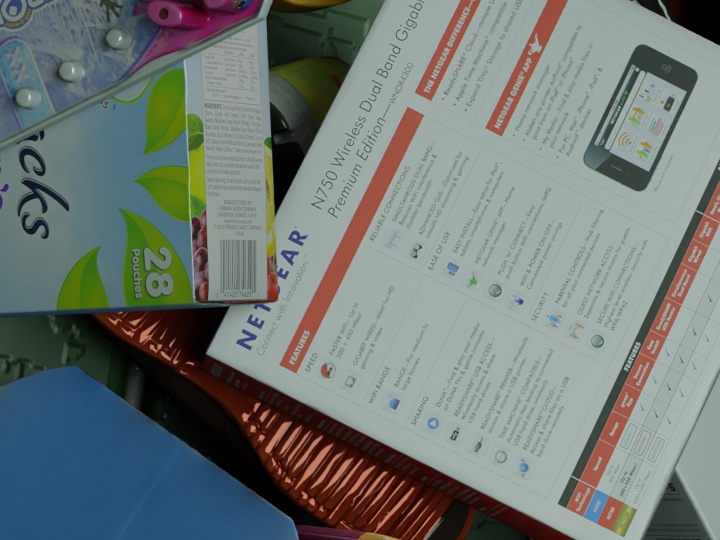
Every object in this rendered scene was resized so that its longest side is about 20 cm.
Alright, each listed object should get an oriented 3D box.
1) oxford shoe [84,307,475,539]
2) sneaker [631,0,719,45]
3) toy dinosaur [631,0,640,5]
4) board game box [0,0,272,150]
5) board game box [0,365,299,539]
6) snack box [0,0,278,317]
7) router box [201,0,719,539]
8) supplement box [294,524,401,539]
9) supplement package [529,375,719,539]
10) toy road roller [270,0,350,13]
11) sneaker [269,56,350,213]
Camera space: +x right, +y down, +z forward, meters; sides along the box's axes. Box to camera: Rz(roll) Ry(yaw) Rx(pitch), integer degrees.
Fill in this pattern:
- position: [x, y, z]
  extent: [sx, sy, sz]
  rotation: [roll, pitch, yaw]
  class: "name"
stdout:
- position: [-0.036, 0.044, 1.054]
  extent: [0.200, 0.073, 0.071]
  rotation: [43, 77, -8]
  class: "oxford shoe"
- position: [0.127, -0.177, 1.165]
  extent: [0.070, 0.090, 0.200]
  rotation: [-19, 98, -29]
  class: "sneaker"
- position: [0.060, -0.049, 1.083]
  extent: [0.200, 0.047, 0.088]
  rotation: [-65, 148, -16]
  class: "toy dinosaur"
- position: [-0.151, -0.143, 0.930]
  extent: [0.026, 0.200, 0.200]
  rotation: [1, 67, -67]
  class: "board game box"
- position: [-0.103, 0.134, 0.984]
  extent: [0.158, 0.200, 0.039]
  rotation: [-56, 150, -3]
  class: "board game box"
- position: [-0.120, -0.083, 0.970]
  extent: [0.068, 0.168, 0.200]
  rotation: [-3, 90, -62]
  class: "snack box"
- position: [0.062, -0.013, 1.006]
  extent: [0.179, 0.049, 0.200]
  rotation: [27, 79, -1]
  class: "router box"
- position: [-0.002, 0.160, 1.011]
  extent: [0.131, 0.200, 0.103]
  rotation: [19, 79, -28]
  class: "supplement box"
- position: [0.176, 0.067, 1.150]
  extent: [0.191, 0.147, 0.200]
  rotation: [-35, 104, -26]
  class: "supplement package"
- position: [-0.045, -0.198, 1.033]
  extent: [0.123, 0.146, 0.200]
  rotation: [-37, 106, -26]
  class: "toy road roller"
- position: [0.000, 0.000, 1.095]
  extent: [0.090, 0.078, 0.200]
  rotation: [-40, 121, -49]
  class: "sneaker"
